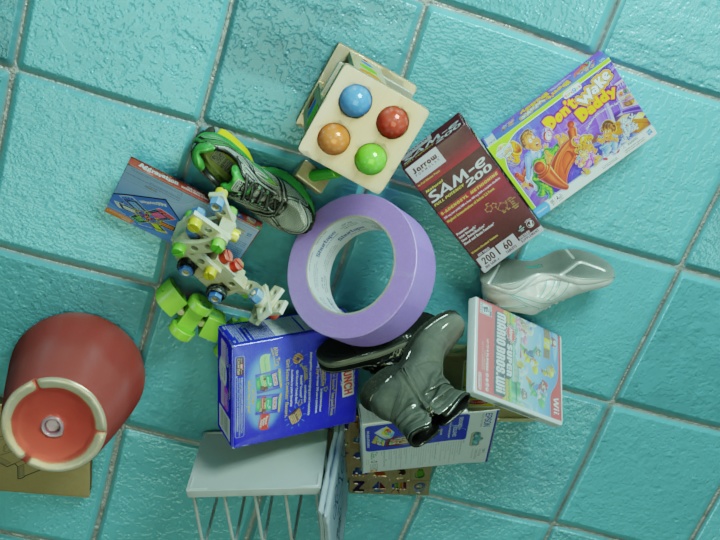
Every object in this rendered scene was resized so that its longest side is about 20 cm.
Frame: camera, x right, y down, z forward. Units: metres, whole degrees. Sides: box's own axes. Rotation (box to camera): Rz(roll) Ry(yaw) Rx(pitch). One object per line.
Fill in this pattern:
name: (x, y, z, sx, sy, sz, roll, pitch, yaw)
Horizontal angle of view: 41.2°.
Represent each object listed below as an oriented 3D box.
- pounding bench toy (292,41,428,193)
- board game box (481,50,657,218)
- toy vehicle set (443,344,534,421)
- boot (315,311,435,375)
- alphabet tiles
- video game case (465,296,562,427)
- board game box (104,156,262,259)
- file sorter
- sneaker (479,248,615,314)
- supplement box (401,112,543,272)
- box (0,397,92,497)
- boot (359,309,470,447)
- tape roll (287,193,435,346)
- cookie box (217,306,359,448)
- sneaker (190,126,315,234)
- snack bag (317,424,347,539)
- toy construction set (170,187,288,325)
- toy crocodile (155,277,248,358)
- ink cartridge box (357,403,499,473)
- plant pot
pounding bench toy: (-0.019, -0.167, 1.253, 0.124, 0.156, 0.201, 26, 110, -15)
board game box: (0.288, -0.186, 1.329, 0.200, 0.045, 0.135, -37, 112, 12)
toy vehicle set: (0.184, 0.177, 1.495, 0.198, 0.027, 0.125, 1, 115, -5)
boot: (0.029, 0.154, 1.391, 0.203, 0.073, 0.155, -15, 123, -29)
alphabet tiles: (0.016, 0.296, 1.535, 0.198, 0.008, 0.168, 2, 122, -1)
video game case: (0.227, 0.136, 1.395, 0.199, 0.144, 0.017, 24, 149, -37)
board game box: (-0.247, -0.075, 1.334, 0.199, 0.020, 0.103, 27, 131, -15)
file sorter: (-0.148, 0.336, 1.473, 0.198, 0.139, 0.125, -3, 119, 5)
sneaker: (0.275, 0.020, 1.417, 0.199, 0.071, 0.081, -6, 130, 2)
supplement box: (0.157, -0.108, 1.346, 0.109, 0.061, 0.200, -36, 111, 12)
box: (-0.519, 0.274, 1.490, 0.198, 0.021, 0.165, 6, 113, -6)
boot: (0.106, 0.151, 1.311, 0.200, 0.130, 0.068, -43, 134, -19)
tape roll: (0.000, 0.000, 1.311, 0.200, 0.201, 0.066, -41, 152, 14)
cookie box: (-0.105, 0.154, 1.403, 0.199, 0.075, 0.172, -7, 116, -24)
sneaker: (-0.150, -0.109, 1.297, 0.199, 0.085, 0.078, 34, 111, -9)
snack bag: (-0.041, 0.364, 1.461, 0.021, 0.189, 0.201, 2, 127, 6)
toy construction set: (-0.182, -0.012, 1.312, 0.131, 0.092, 0.201, -20, 116, 31)
toy crocodile: (-0.214, 0.081, 1.410, 0.199, 0.062, 0.068, 31, 108, -22)
ink cartridge box: (0.097, 0.242, 1.427, 0.198, 0.047, 0.198, -7, 147, -4)
plant pot: (-0.417, 0.181, 1.359, 0.199, 0.177, 0.202, -2, 109, -5)
